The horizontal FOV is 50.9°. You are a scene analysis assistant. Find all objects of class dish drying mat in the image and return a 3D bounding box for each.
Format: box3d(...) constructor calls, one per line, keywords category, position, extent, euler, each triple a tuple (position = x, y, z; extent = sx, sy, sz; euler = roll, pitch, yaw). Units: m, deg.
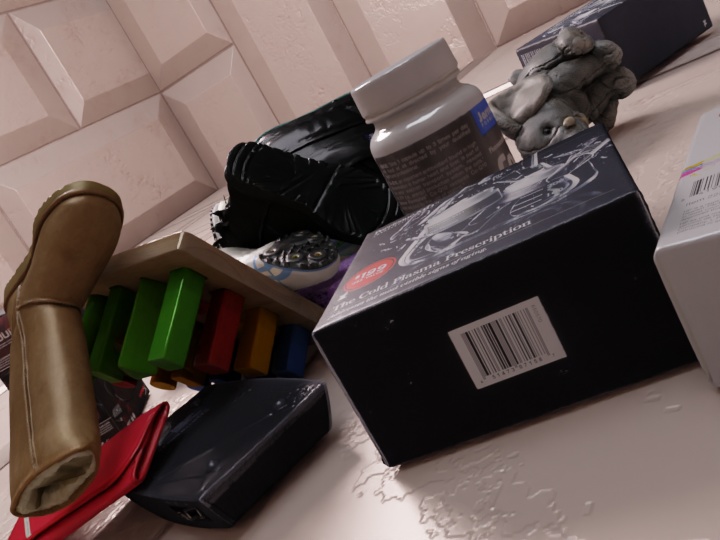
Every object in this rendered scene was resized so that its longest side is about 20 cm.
box3d(category="dish drying mat", position=(-0.224, 0.175, 0.604), extent=(0.200, 0.018, 0.077), euler=(-37, 26, 29))

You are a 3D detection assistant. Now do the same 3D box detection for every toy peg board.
box3d(category="toy peg board", position=(-0.155, 0.070, 0.692), extent=(0.199, 0.199, 0.098), euler=(-13, 57, 39))

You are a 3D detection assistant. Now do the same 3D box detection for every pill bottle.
box3d(category="pill bottle", position=(0.078, -0.097, 0.687), extent=(0.113, 0.201, 0.114), euler=(-27, 15, 8))

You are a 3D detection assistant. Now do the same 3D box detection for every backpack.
box3d(category="backpack", position=(-0.030, -0.107, 0.918), extent=(0.199, 0.176, 0.154), euler=(-22, -29, -22))

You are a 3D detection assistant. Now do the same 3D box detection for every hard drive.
box3d(category="hard drive", position=(-0.112, 0.137, 0.584), extent=(0.135, 0.042, 0.200), euler=(-40, 16, -34))

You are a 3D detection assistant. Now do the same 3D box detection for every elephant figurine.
box3d(category="elephant figurine", position=(0.211, -0.168, 0.853), extent=(0.200, 0.141, 0.155), euler=(-54, -6, -24))

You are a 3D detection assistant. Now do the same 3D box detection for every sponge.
box3d(category="sponge", position=(0.000, 0.000, 0.801), extent=(0.111, 0.030, 0.200), euler=(-19, 9, 45))

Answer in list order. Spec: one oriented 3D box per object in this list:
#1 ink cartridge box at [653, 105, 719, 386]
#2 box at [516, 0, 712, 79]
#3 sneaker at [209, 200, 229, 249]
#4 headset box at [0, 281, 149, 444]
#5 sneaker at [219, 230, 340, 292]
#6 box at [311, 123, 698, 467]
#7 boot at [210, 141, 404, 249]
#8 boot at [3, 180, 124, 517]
box3d(category="ink cartridge box", position=(0.250, -0.041, 0.392), extent=(0.144, 0.085, 0.200), euler=(-18, 20, 38))
box3d(category="box", position=(0.373, -0.346, 1.125), extent=(0.200, 0.104, 0.182), euler=(-36, 17, -21))
box3d(category="sneaker", position=(-0.116, -0.007, 0.891), extent=(0.093, 0.071, 0.200), euler=(-15, 53, -10))
box3d(category="headset box", position=(-0.325, 0.096, 0.826), extent=(0.075, 0.201, 0.149), euler=(-30, 13, 0))
box3d(category="sneaker", position=(-0.085, 0.007, 0.722), extent=(0.072, 0.073, 0.199), euler=(-30, 16, -39))
box3d(category="box", position=(0.093, 0.008, 0.497), extent=(0.199, 0.104, 0.182), euler=(-25, 14, 19))
box3d(category="boot", position=(-0.059, -0.042, 0.778), extent=(0.163, 0.197, 0.074), euler=(110, 180, -58))
box3d(category="boot", position=(-0.223, 0.057, 0.584), extent=(0.175, 0.066, 0.201), euler=(-51, 45, 32))
